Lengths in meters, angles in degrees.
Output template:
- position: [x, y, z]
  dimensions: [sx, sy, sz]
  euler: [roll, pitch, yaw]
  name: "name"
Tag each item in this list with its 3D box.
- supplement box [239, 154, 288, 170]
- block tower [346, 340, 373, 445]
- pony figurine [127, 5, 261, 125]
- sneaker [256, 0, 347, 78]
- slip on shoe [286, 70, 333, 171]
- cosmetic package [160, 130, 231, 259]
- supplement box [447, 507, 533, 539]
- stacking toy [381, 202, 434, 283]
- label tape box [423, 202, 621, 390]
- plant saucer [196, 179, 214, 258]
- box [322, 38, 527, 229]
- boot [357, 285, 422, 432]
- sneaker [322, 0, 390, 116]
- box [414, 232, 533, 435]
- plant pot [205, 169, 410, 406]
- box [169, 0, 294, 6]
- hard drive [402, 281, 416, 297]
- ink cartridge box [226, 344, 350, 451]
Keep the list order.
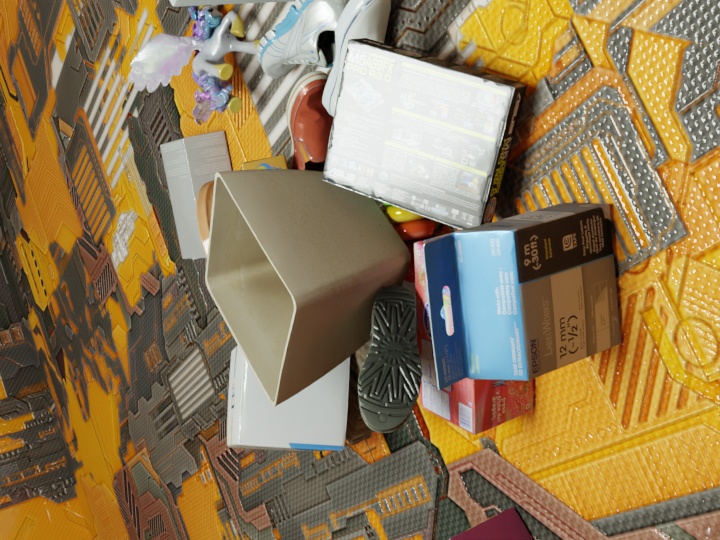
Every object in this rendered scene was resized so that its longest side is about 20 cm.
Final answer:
- position: [-0.139, -0.118, 1.344]
  dimensions: [0.200, 0.068, 0.068]
  euler: [-168, 65, -82]
  name: "supplement box"
- position: [0.013, 0.146, 1.295]
  dimensions: [0.058, 0.053, 0.202]
  euler: [47, 137, 34]
  name: "block tower"
- position: [-0.229, -0.315, 1.419]
  dimensions: [0.194, 0.166, 0.200]
  euler: [-57, 45, 9]
  name: "pony figurine"
- position: [-0.071, -0.294, 1.238]
  dimensions: [0.200, 0.074, 0.088]
  euler: [-36, 78, 55]
  name: "sneaker"
- position: [-0.060, -0.174, 1.265]
  dimensions: [0.061, 0.073, 0.202]
  euler: [45, 142, 37]
  name: "slip on shoe"
- position: [-0.264, -0.124, 1.578]
  dimensions: [0.106, 0.089, 0.203]
  euler: [3, 108, 55]
  name: "cosmetic package"
- position: [0.126, 0.384, 1.166]
  dimensions: [0.086, 0.109, 0.201]
  euler: [60, 143, 22]
  name: "supplement box"
- position: [0.053, -0.085, 1.110]
  dimensions: [0.085, 0.084, 0.203]
  euler: [0, 100, 56]
  name: "stacking toy"
- position: [0.158, 0.024, 0.898]
  dimensions: [0.066, 0.198, 0.146]
  euler: [8, 109, 52]
  name: "label tape box"
- position: [-0.183, -0.043, 1.425]
  dimensions: [0.032, 0.200, 0.203]
  euler: [-19, 85, 15]
  name: "plant saucer"
- position: [0.064, -0.148, 1.021]
  dimensions: [0.198, 0.044, 0.162]
  euler: [20, 112, 22]
  name: "box"
- position: [0.033, 0.134, 1.091]
  dimensions: [0.201, 0.071, 0.184]
  euler: [99, -177, -58]
  name: "boot"
- position: [0.009, -0.253, 1.145]
  dimensions: [0.071, 0.073, 0.201]
  euler: [47, 148, 22]
  name: "sneaker"
- position: [0.127, 0.065, 1.055]
  dimensions: [0.102, 0.094, 0.203]
  euler: [18, 117, 52]
  name: "box"
- position: [-0.057, 0.001, 1.100]
  dimensions: [0.201, 0.175, 0.201]
  euler: [56, 149, 29]
  name: "plant pot"
- position: [-0.161, -0.468, 1.187]
  dimensions: [0.173, 0.197, 0.201]
  euler: [59, 142, 23]
  name: "box"
- position: [0.000, 0.000, 1.218]
  dimensions: [0.198, 0.026, 0.134]
  euler: [22, 113, 31]
  name: "hard drive"
- position: [-0.107, 0.179, 1.326]
  dimensions: [0.200, 0.145, 0.147]
  euler: [140, 134, -73]
  name: "ink cartridge box"
